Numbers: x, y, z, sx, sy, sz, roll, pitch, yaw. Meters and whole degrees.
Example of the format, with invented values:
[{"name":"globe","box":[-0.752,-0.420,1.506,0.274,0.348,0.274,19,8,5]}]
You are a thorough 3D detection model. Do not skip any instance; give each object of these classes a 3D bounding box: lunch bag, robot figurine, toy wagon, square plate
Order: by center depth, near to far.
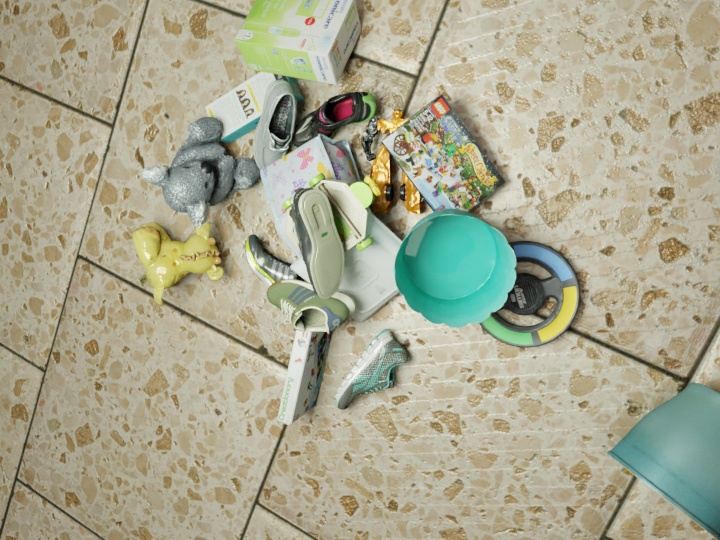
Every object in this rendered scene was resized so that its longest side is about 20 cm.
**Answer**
[{"name":"toy wagon","box":[-0.042,-0.098,1.045,0.200,0.040,0.155,-36,93,24]},{"name":"square plate","box":[0.000,0.000,1.127,0.200,0.028,0.198,-39,114,24]},{"name":"robot figurine","box":[0.073,-0.210,1.136,0.145,0.058,0.200,3,97,19]},{"name":"lunch bag","box":[-0.085,-0.139,1.146,0.169,0.127,0.200,-22,82,31]}]

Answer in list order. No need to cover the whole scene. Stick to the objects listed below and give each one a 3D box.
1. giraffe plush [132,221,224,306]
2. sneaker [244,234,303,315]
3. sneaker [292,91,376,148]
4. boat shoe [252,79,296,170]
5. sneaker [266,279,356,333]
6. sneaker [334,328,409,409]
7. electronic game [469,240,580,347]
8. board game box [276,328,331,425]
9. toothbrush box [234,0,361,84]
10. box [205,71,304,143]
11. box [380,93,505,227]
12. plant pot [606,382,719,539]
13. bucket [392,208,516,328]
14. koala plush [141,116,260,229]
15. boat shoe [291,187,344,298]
[{"name":"giraffe plush","box":[-0.385,-0.033,1.271,0.162,0.200,0.173,-18,122,-3]},{"name":"sneaker","box":[-0.169,0.001,1.241,0.081,0.074,0.200,-36,90,12]},{"name":"sneaker","box":[-0.066,-0.304,1.154,0.200,0.084,0.077,-23,79,31]},{"name":"boat shoe","box":[-0.171,-0.277,1.175,0.072,0.070,0.201,-118,36,-47]},{"name":"sneaker","box":[-0.115,0.074,1.128,0.200,0.090,0.067,9,129,27]},{"name":"sneaker","box":[0.024,0.219,1.187,0.091,0.078,0.200,38,107,8]},{"name":"electronic game","box":[0.303,0.045,1.088,0.200,0.042,0.200,2,96,19]},{"name":"board game box","box":[-0.111,0.203,1.203,0.035,0.126,0.200,16,100,17]},{"name":"toothbrush box","box":[-0.119,-0.460,1.138,0.200,0.086,0.146,16,71,16]},{"name":"box","box":[-0.225,-0.353,1.232,0.200,0.049,0.082,-24,87,20]},{"name":"box","box":[0.152,-0.200,1.075,0.137,0.038,0.200,-38,100,6]},{"name":"plant pot","box":[0.548,0.295,0.956,0.200,0.200,0.188,37,90,13]},{"name":"bucket","box":[0.161,-0.011,1.026,0.207,0.135,0.207,1,103,5]},{"name":"koala plush","box":[-0.337,-0.178,1.187,0.184,0.200,0.177,-34,110,25]},{"name":"boat shoe","box":[-0.077,-0.048,1.025,0.068,0.072,0.200,17,124,52]}]
